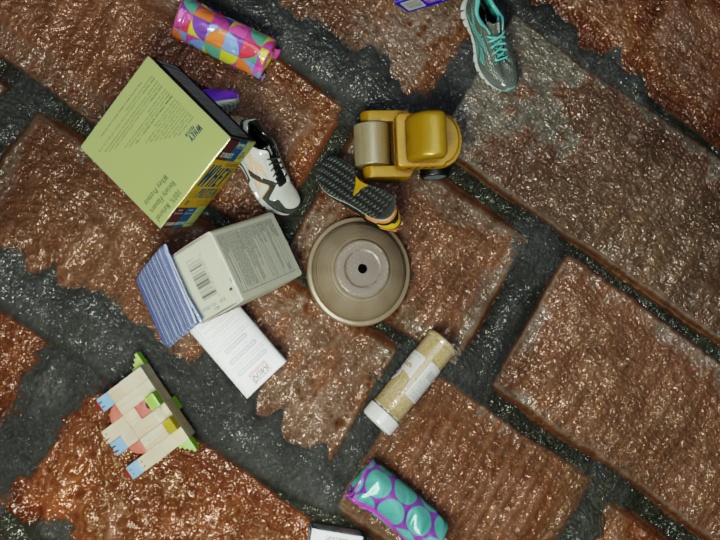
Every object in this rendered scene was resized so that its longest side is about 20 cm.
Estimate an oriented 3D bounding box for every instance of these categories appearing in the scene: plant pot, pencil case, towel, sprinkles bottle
[{"bbox_3d":[0.000,0.000,1.658,0.196,0.093,0.206,1,85,-7],"label":"plant pot"},{"bbox_3d":[0.068,0.436,1.635,0.199,0.085,0.093,40,54,-1],"label":"pencil case"},{"bbox_3d":[-0.249,-0.429,1.670,0.197,0.088,0.090,26,83,-6],"label":"pencil case"},{"bbox_3d":[-0.334,0.048,1.569,0.024,0.199,0.147,-23,86,-31],"label":"towel"},{"bbox_3d":[0.092,0.206,1.664,0.068,0.068,0.201,41,82,-2],"label":"sprinkles bottle"}]

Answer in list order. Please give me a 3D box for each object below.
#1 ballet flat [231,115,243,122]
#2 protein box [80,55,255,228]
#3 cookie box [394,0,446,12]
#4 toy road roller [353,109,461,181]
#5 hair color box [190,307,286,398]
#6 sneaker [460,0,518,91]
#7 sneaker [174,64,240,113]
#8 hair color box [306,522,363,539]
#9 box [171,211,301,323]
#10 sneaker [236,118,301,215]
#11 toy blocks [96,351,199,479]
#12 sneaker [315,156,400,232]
[{"bbox_3d":[-0.266,-0.199,1.656,0.069,0.065,0.203,27,82,1],"label":"ballet flat"},{"bbox_3d":[-0.326,-0.215,1.547,0.200,0.135,0.199,43,102,6],"label":"protein box"},{"bbox_3d":[0.137,-0.615,1.695,0.168,0.075,0.205,-10,85,24],"label":"cookie box"},{"bbox_3d":[0.089,-0.239,1.658,0.195,0.146,0.126,-2,85,-7],"label":"toy road roller"},{"bbox_3d":[-0.234,0.122,1.638,0.099,0.061,0.201,-41,90,-7],"label":"hair color box"},{"bbox_3d":[0.249,-0.441,1.720,0.076,0.091,0.204,-24,89,-7],"label":"sneaker"},{"bbox_3d":[-0.322,-0.331,1.658,0.195,0.070,0.102,-8,84,-8],"label":"sneaker"},{"bbox_3d":[-0.060,0.568,1.622,0.098,0.061,0.205,10,85,-6],"label":"hair color box"},{"bbox_3d":[-0.214,-0.008,1.570,0.108,0.199,0.130,-27,89,29],"label":"box"},{"bbox_3d":[-0.170,-0.186,1.636,0.201,0.079,0.074,52,48,-19],"label":"sneaker"},{"bbox_3d":[-0.394,0.269,1.600,0.135,0.100,0.202,-35,90,3],"label":"toy blocks"},{"bbox_3d":[-0.004,-0.133,1.672,0.199,0.090,0.070,36,80,31],"label":"sneaker"}]
